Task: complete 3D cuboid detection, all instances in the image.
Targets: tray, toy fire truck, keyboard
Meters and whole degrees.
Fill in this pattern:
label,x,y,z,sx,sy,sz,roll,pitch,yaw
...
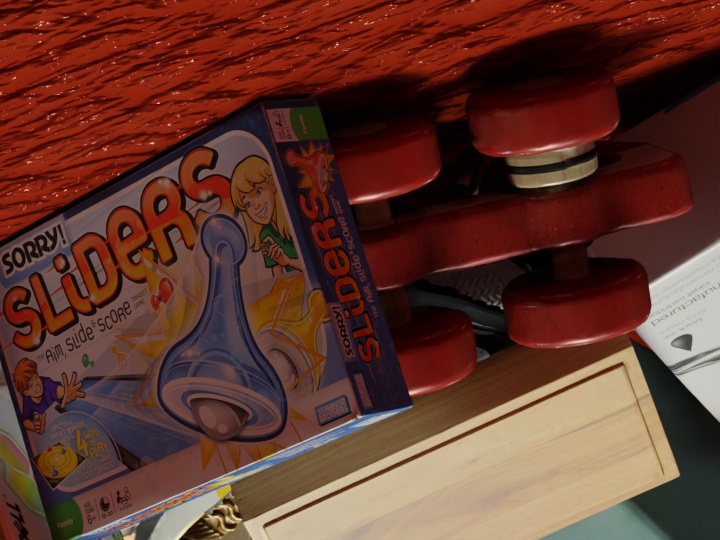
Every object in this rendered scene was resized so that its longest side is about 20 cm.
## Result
label,x,y,z,sx,sy,sz,roll,pitch,yaw
tray,0.047,0.099,1.270,0.199,0.037,0.099,-24,132,2
toy fire truck,0.037,-0.027,1.185,0.199,0.113,0.168,-15,-165,-11
keyboard,0.000,0.000,1.310,0.104,0.040,0.200,13,176,-28

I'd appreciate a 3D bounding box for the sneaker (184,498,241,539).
label,x,y,z,sx,sy,sz,roll,pitch,yaw
sneaker,-0.052,0.052,1.469,0.200,0.075,0.090,-47,-153,3

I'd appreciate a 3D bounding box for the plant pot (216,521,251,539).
label,x,y,z,sx,sy,sz,roll,pitch,yaw
plant pot,-0.047,0.139,1.600,0.199,0.201,0.177,-17,175,1

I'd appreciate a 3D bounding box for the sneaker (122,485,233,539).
label,x,y,z,sx,sy,sz,roll,pitch,yaw
sneaker,-0.128,0.108,1.351,0.200,0.090,0.070,-47,-160,25

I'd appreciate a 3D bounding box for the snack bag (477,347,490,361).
label,x,y,z,sx,sy,sz,roll,pitch,yaw
snack bag,-0.053,0.028,1.288,0.199,0.022,0.188,11,-177,19

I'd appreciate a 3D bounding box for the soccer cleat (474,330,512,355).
label,x,y,z,sx,sy,sz,roll,pitch,yaw
soccer cleat,0.079,0.038,1.498,0.199,0.069,0.073,11,-147,17

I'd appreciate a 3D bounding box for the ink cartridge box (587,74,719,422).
label,x,y,z,sx,sy,sz,roll,pitch,yaw
ink cartridge box,0.202,-0.014,1.315,0.146,0.086,0.200,-31,147,11

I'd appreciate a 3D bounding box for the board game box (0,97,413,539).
label,x,y,z,sx,sy,sz,roll,pitch,yaw
board game box,-0.076,0.026,1.126,0.199,0.136,0.034,-26,168,40

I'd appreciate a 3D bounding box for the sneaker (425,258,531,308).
label,x,y,z,sx,sy,sz,roll,pitch,yaw
sneaker,0.096,-0.011,1.414,0.199,0.076,0.115,-17,169,-24

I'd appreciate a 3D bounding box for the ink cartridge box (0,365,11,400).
label,x,y,z,sx,sy,sz,roll,pitch,yaw
ink cartridge box,-0.199,0.095,1.465,0.144,0.085,0.200,-16,170,-17

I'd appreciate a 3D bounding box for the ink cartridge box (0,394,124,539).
label,x,y,z,sx,sy,sz,roll,pitch,yaw
ink cartridge box,-0.196,0.104,1.197,0.076,0.148,0.200,-42,130,9

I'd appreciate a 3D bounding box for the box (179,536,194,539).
label,x,y,z,sx,sy,sz,roll,pitch,yaw
box,-0.142,0.183,1.508,0.070,0.065,0.200,-17,-168,-25

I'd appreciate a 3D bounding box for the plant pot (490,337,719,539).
label,x,y,z,sx,sy,sz,roll,pitch,yaw
plant pot,0.134,0.132,1.417,0.141,0.200,0.142,-35,-162,36
